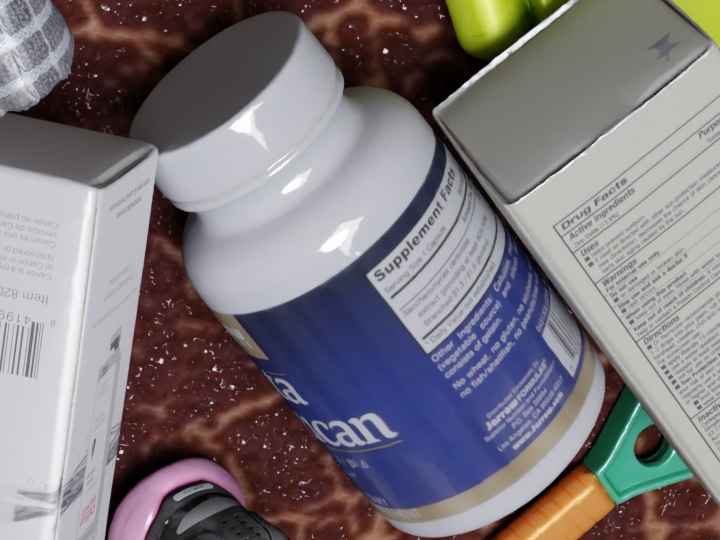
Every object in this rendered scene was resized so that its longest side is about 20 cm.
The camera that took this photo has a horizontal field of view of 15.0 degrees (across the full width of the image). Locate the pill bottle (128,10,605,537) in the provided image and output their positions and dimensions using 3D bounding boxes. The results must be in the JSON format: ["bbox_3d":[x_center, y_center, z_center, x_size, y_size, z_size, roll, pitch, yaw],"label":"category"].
[{"bbox_3d":[0.000,0.000,1.067,0.111,0.111,0.200,-41,116,-5],"label":"pill bottle"}]

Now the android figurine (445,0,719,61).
[{"bbox_3d":[0.116,-0.142,1.106,0.182,0.041,0.201,-26,114,-12],"label":"android figurine"}]

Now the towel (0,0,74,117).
[{"bbox_3d":[-0.172,-0.137,0.908,0.085,0.200,0.166,-30,113,-9],"label":"towel"}]

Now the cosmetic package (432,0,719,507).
[{"bbox_3d":[0.127,-0.009,1.088,0.103,0.087,0.200,-36,126,0],"label":"cosmetic package"}]

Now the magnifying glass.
[{"bbox_3d":[0.120,0.080,1.190,0.200,0.022,0.080,-39,116,-5],"label":"magnifying glass"}]

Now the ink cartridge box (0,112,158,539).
[{"bbox_3d":[-0.164,0.043,1.002,0.146,0.083,0.201,12,105,9],"label":"ink cartridge box"}]

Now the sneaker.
[{"bbox_3d":[-0.044,0.178,1.112,0.079,0.095,0.201,-26,117,-32],"label":"sneaker"}]
